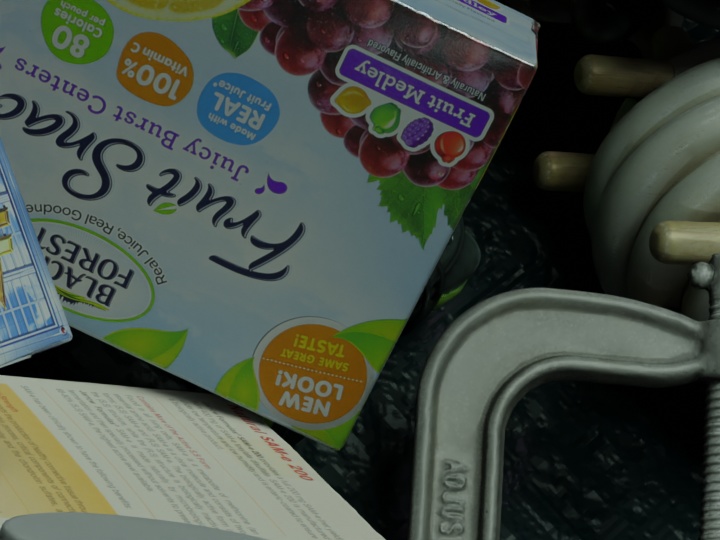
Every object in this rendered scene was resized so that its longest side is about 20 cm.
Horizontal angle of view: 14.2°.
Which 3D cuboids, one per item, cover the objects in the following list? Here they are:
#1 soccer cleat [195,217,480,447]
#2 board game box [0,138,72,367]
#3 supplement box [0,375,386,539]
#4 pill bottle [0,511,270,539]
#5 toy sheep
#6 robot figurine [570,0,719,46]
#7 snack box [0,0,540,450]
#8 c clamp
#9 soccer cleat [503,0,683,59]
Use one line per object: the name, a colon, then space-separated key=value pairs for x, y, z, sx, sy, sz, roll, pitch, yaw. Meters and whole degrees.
soccer cleat: x=0.000 y=0.000 z=1.011 sx=0.081 sy=0.067 sz=0.200 roll=38 pitch=43 yaw=-19
board game box: x=-0.162 y=-0.053 z=0.793 sx=0.062 sy=0.201 sz=0.199 roll=-21 pitch=34 yaw=-40
supplement box: x=-0.106 y=0.084 z=0.831 sx=0.199 sy=0.074 sz=0.126 roll=7 pitch=17 yaw=-28
pill bottle: x=-0.062 y=0.168 z=0.733 sx=0.119 sy=0.120 sz=0.201 roll=7 pitch=93 yaw=-28
toy sheep: x=0.143 y=-0.026 z=1.078 sx=0.137 sy=0.138 sz=0.201 roll=8 pitch=45 yaw=-28
robot figurine: x=0.152 y=-0.152 z=1.077 sx=0.149 sy=0.125 sz=0.200 roll=-3 pitch=10 yaw=9
snack box: x=-0.064 y=-0.052 z=0.882 sx=0.199 sy=0.143 sz=0.053 roll=25 pitch=22 yaw=-5
c clamp: x=0.098 y=0.084 z=0.966 sx=0.170 sy=0.027 sz=0.201 roll=11 pitch=76 yaw=-6
soccer cleat: x=0.052 y=-0.149 z=1.157 sx=0.199 sy=0.069 sz=0.078 roll=21 pitch=51 yaw=-22
